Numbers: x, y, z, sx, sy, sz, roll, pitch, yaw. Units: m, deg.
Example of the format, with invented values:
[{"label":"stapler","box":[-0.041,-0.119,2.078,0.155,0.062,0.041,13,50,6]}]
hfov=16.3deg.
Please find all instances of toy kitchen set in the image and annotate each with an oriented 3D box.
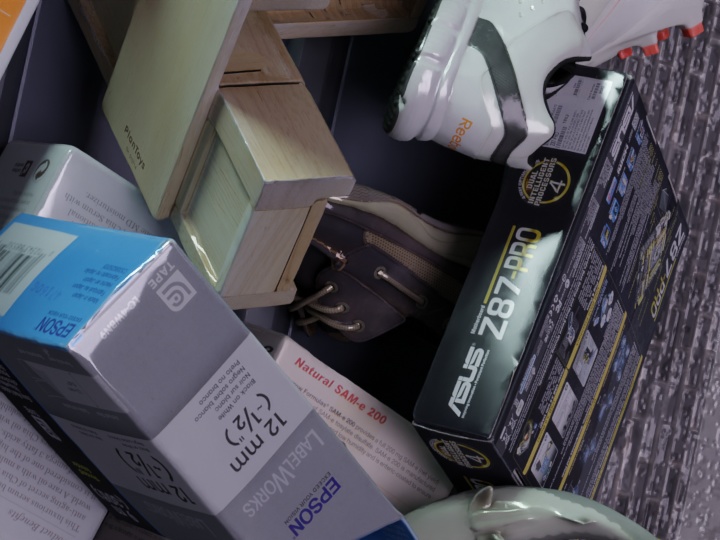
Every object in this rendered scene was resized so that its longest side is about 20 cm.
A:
[{"label":"toy kitchen set","box":[-0.004,-0.118,1.095,0.179,0.201,0.164,-6,141,-29]}]

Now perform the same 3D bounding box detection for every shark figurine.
[{"label":"shark figurine","box":[0.063,0.135,1.172,0.089,0.213,0.129,42,36,-68]}]

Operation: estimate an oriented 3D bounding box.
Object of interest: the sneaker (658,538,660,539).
[{"label":"sneaker","box":[0.134,0.237,1.319,0.074,0.081,0.201,22,84,-30]}]

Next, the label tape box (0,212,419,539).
[{"label":"label tape box","box":[-0.071,0.072,1.040,0.066,0.143,0.200,-46,116,-20]}]

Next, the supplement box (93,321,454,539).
[{"label":"supplement box","box":[-0.055,0.141,1.198,0.126,0.073,0.201,36,77,-30]}]

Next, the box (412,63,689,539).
[{"label":"box","box":[0.099,0.024,1.233,0.201,0.049,0.161,-68,152,-20]}]

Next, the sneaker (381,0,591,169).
[{"label":"sneaker","box":[0.076,-0.128,1.199,0.080,0.074,0.201,23,59,-2]}]

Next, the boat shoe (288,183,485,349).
[{"label":"boat shoe","box":[0.000,0.000,1.219,0.199,0.074,0.074,18,85,-30]}]

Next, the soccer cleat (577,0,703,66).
[{"label":"soccer cleat","box":[0.094,-0.128,1.271,0.199,0.069,0.078,-27,103,-34]}]

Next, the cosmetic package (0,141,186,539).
[{"label":"cosmetic package","box":[-0.151,0.054,1.124,0.101,0.071,0.201,34,77,-29]}]

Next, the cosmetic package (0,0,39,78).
[{"label":"cosmetic package","box":[-0.170,-0.186,1.099,0.101,0.071,0.201,30,79,-30]}]
